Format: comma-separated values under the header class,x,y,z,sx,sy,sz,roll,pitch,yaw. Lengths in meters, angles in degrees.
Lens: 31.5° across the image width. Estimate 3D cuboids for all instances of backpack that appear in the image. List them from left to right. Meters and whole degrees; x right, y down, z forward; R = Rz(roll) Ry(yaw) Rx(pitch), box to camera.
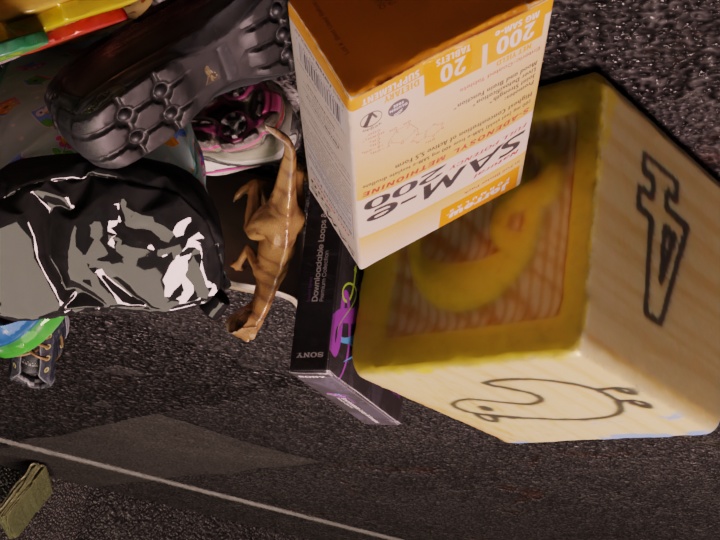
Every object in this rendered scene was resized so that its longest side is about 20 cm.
class,x,y,z,sx,sy,sz,roll,pitch,yaw
backpack,-0.161,-0.061,0.783,0.165,0.201,0.128,3,121,-13

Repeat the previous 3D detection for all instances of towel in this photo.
class,x,y,z,sx,sy,sz,roll,pitch,yaw
towel,-0.715,0.488,2.713,0.036,0.149,0.200,32,156,10

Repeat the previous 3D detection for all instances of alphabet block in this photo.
class,x,y,z,sx,sy,sz,roll,pitch,yaw
alphabet block,0.135,0.003,0.913,0.194,0.198,0.199,-11,153,39

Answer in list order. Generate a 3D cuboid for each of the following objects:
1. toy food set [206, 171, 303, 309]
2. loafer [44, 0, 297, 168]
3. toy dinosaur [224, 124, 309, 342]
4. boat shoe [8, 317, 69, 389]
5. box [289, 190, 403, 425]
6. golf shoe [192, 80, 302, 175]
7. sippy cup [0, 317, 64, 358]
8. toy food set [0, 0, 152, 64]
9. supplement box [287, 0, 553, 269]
class,x,y,z,sx,sy,sz,roll,pitch,yaw
toy food set,-0.136,-0.022,1.012,0.198,0.144,0.061,12,128,-14
loafer,-0.083,-0.131,0.704,0.070,0.200,0.068,43,159,37
toy dinosaur,-0.056,-0.040,0.896,0.060,0.107,0.201,5,126,-10
boat shoe,-0.378,0.077,1.485,0.070,0.092,0.200,8,161,-2
box,0.000,0.000,0.944,0.036,0.202,0.143,-4,158,22
golf shoe,-0.139,-0.095,0.928,0.198,0.073,0.092,1,162,17
sippy cup,-0.351,-0.007,1.197,0.177,0.141,0.130,-29,136,20
toy food set,-0.182,-0.143,0.695,0.197,0.049,0.199,-27,-165,-33
supplement box,0.033,-0.097,0.740,0.125,0.074,0.200,-28,157,-10
